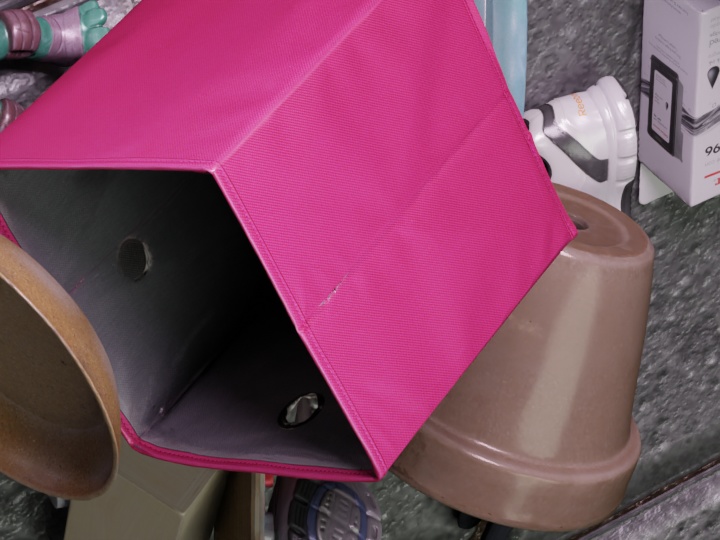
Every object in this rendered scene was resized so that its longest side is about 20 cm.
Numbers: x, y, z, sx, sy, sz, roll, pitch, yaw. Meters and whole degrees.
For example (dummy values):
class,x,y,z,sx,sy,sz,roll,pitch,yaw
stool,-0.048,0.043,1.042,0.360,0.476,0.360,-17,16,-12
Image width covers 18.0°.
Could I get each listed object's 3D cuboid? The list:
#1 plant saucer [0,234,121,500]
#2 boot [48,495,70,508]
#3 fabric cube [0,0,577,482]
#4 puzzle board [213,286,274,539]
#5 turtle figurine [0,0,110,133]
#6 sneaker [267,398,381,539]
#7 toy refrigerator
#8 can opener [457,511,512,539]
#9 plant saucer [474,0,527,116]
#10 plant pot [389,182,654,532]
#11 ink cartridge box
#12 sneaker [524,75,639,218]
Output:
class,x,y,z,sx,sy,sz,roll,pitch,yaw
plant saucer,-0.195,0.036,1.205,0.035,0.199,0.201,-47,143,-31
boot,-0.156,0.054,1.377,0.095,0.074,0.201,-14,129,-19
fabric cube,-0.043,-0.034,1.180,0.200,0.195,0.201,-49,124,-34
puzzle board,-0.071,0.113,1.375,0.017,0.151,0.202,1,87,-12
turtle figurine,-0.219,-0.111,1.180,0.199,0.100,0.151,11,97,-50
sneaker,-0.024,0.117,1.375,0.074,0.201,0.087,28,139,-13
toy refrigerator,-0.133,0.151,1.411,0.070,0.076,0.200,-53,170,-32
can opener,0.118,0.124,1.646,0.078,0.063,0.201,-3,124,-36
plant saucer,0.075,-0.138,1.344,0.027,0.201,0.201,1,134,11
plant pot,0.105,0.042,1.463,0.199,0.200,0.176,0,120,-36
ink cartridge box,0.254,-0.125,1.546,0.115,0.068,0.201,-23,134,-20
sneaker,0.143,-0.040,1.542,0.079,0.074,0.201,-14,127,-9
